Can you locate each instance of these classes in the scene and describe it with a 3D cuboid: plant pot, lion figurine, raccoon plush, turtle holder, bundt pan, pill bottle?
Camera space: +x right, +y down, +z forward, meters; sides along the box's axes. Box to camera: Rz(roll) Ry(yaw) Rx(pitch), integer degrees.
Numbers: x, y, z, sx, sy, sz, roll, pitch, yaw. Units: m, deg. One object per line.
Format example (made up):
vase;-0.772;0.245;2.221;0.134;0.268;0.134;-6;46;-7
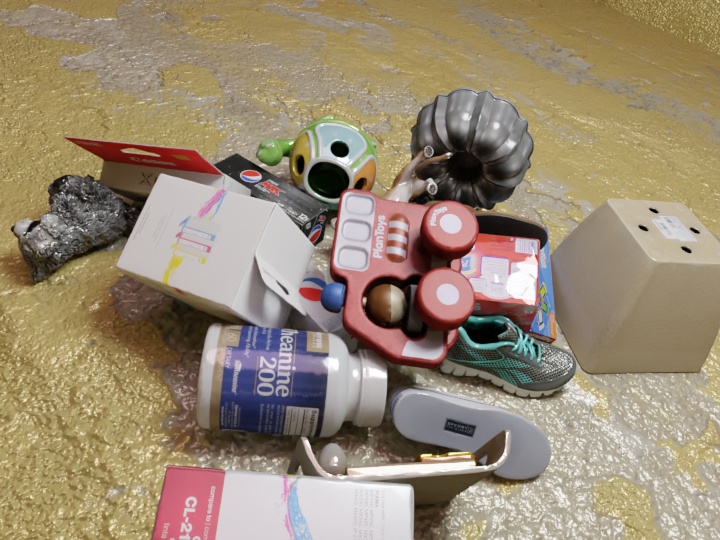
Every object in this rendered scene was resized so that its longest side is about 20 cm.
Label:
plant pot;0.402;0.010;0.854;0.195;0.180;0.202;1;41;-12
lion figurine;0.047;-0.101;0.882;0.199;0.122;0.073;-40;97;-19
raccoon plush;-0.354;-0.050;0.796;0.195;0.098;0.136;2;49;-13
turtle holder;-0.059;-0.177;0.952;0.185;0.141;0.132;42;23;-15
bundt pan;0.165;-0.170;0.916;0.198;0.204;0.077;18;49;6
pill bottle;-0.073;0.122;0.651;0.195;0.113;0.112;6;40;-8

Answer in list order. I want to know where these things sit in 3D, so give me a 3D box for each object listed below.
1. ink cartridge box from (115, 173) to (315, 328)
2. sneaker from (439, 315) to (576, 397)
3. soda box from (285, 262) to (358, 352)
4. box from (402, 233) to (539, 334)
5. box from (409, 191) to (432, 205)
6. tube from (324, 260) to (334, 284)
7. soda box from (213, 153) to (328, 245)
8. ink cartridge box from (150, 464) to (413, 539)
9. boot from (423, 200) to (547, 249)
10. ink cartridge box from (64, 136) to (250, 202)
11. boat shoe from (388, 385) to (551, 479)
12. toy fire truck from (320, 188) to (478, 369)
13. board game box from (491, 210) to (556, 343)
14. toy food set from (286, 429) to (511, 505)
ink cartridge box;-0.156;-0.013;0.706;0.196;0.129;0.128;16;75;23
sneaker;0.187;0.102;0.754;0.195;0.092;0.079;10;53;-3
soda box;-0.084;0.032;0.784;0.063;0.069;0.200;-23;53;-35
box;0.135;0.015;0.797;0.195;0.096;0.102;6;60;9
box;0.129;-0.058;0.960;0.158;0.047;0.199;-28;55;-38
tube;0.000;0.000;0.813;0.059;0.051;0.200;61;12;0
soda box;-0.147;-0.106;0.928;0.198;0.064;0.071;32;43;20
ink cartridge box;-0.064;0.231;0.494;0.195;0.147;0.084;7;54;-6
boot;0.178;-0.072;0.882;0.195;0.075;0.076;8;38;13
ink cartridge box;-0.276;-0.126;0.824;0.195;0.046;0.176;8;-6;13
boat shoe;0.124;0.174;0.677;0.197;0.075;0.065;26;3;-10
toy fire truck;0.041;0.007;0.679;0.164;0.113;0.204;8;64;0
board game box;0.240;0.005;0.891;0.101;0.020;0.203;16;54;-10
toy food set;0.032;0.185;0.574;0.195;0.144;0.062;0;59;-13
